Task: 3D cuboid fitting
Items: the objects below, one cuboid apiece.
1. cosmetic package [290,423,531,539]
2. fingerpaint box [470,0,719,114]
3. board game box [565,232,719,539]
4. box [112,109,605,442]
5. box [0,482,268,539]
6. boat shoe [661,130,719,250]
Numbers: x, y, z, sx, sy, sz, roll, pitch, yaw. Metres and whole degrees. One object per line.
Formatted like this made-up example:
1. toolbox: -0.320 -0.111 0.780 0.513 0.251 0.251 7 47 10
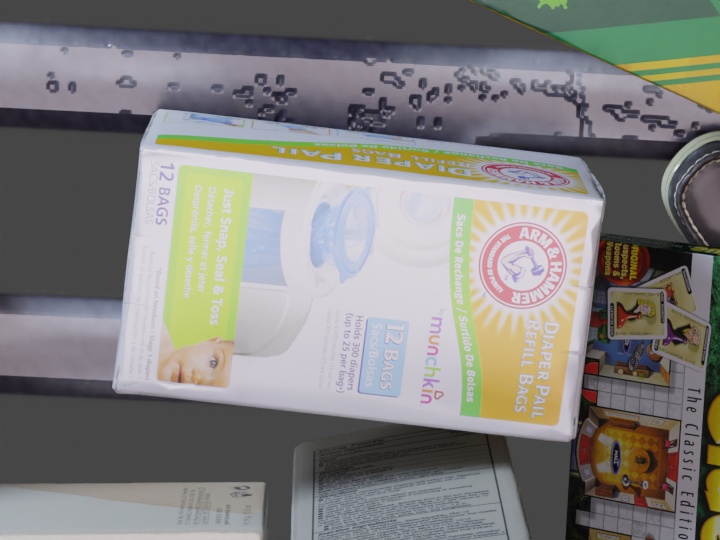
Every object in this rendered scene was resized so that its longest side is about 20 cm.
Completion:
1. cosmetic package: 0.026 0.134 1.074 0.103 0.200 0.087 -10 103 3
2. fingerpaint box: 0.112 -0.125 1.018 0.167 0.200 0.073 24 100 -5
3. board game box: 0.143 0.088 1.116 0.105 0.023 0.200 7 99 31
4. box: 0.000 0.000 1.094 0.200 0.101 0.113 7 103 -2
5. box: -0.142 0.149 1.136 0.200 0.078 0.095 1 102 -1
6. boat shoe: 0.220 0.013 1.118 0.200 0.065 0.073 38 101 -7
